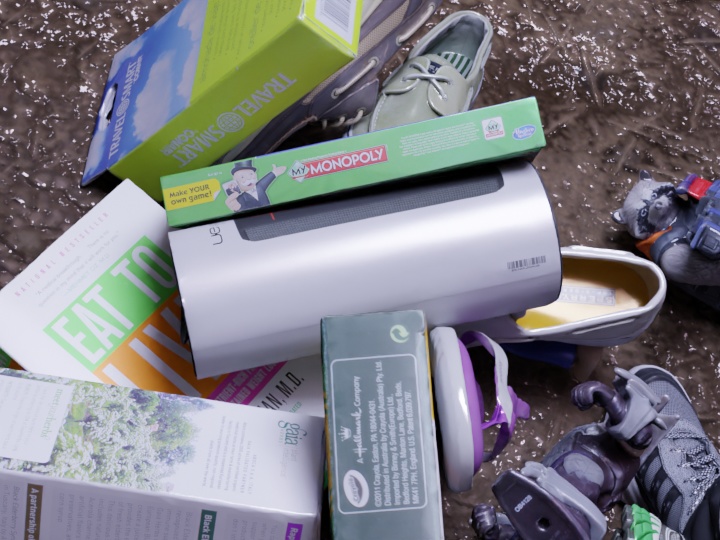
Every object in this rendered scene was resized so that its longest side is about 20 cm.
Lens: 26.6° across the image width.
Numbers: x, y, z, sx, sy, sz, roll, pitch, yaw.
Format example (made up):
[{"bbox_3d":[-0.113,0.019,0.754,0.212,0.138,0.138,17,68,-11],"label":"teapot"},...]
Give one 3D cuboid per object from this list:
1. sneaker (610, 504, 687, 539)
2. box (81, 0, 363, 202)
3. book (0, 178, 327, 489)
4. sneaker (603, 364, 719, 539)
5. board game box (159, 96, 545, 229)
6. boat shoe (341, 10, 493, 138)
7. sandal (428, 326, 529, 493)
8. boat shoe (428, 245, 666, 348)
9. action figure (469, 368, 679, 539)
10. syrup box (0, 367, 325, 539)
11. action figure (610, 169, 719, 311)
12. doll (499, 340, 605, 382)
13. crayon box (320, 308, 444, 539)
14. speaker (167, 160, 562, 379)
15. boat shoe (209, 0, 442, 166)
[{"bbox_3d":[0.153,0.156,0.699,0.085,0.200,0.078,16,88,22],"label":"sneaker"},{"bbox_3d":[-0.080,-0.127,0.901,0.048,0.200,0.122,34,43,-30],"label":"box"},{"bbox_3d":[-0.099,0.060,0.837,0.200,0.048,0.134,40,50,3],"label":"book"},{"bbox_3d":[0.203,0.124,0.876,0.075,0.114,0.200,8,52,-19],"label":"sneaker"},{"bbox_3d":[-0.001,-0.055,0.848,0.199,0.135,0.029,-12,88,2],"label":"board game box"},{"bbox_3d":[0.038,-0.111,0.991,0.072,0.062,0.200,21,36,5],"label":"boat shoe"},{"bbox_3d":[0.064,0.067,0.810,0.050,0.203,0.083,-8,90,3],"label":"sandal"},{"bbox_3d":[0.079,0.013,0.881,0.199,0.070,0.071,3,74,-3],"label":"boat shoe"},{"bbox_3d":[0.107,0.115,0.794,0.069,0.130,0.200,32,19,8],"label":"action figure"},{"bbox_3d":[-0.118,0.108,0.726,0.199,0.082,0.079,10,31,-4],"label":"syrup box"},{"bbox_3d":[0.243,0.009,0.994,0.193,0.105,0.200,42,24,16],"label":"action figure"},{"bbox_3d":[0.059,-0.003,0.951,0.200,0.049,0.137,22,53,0],"label":"doll"},{"bbox_3d":[0.014,0.113,0.751,0.051,0.200,0.126,-5,67,3],"label":"crayon box"},{"bbox_3d":[0.000,0.000,0.804,0.199,0.081,0.081,-12,58,-6],"label":"speaker"},{"bbox_3d":[-0.021,-0.120,0.939,0.073,0.200,0.075,41,4,-30],"label":"boat shoe"}]
